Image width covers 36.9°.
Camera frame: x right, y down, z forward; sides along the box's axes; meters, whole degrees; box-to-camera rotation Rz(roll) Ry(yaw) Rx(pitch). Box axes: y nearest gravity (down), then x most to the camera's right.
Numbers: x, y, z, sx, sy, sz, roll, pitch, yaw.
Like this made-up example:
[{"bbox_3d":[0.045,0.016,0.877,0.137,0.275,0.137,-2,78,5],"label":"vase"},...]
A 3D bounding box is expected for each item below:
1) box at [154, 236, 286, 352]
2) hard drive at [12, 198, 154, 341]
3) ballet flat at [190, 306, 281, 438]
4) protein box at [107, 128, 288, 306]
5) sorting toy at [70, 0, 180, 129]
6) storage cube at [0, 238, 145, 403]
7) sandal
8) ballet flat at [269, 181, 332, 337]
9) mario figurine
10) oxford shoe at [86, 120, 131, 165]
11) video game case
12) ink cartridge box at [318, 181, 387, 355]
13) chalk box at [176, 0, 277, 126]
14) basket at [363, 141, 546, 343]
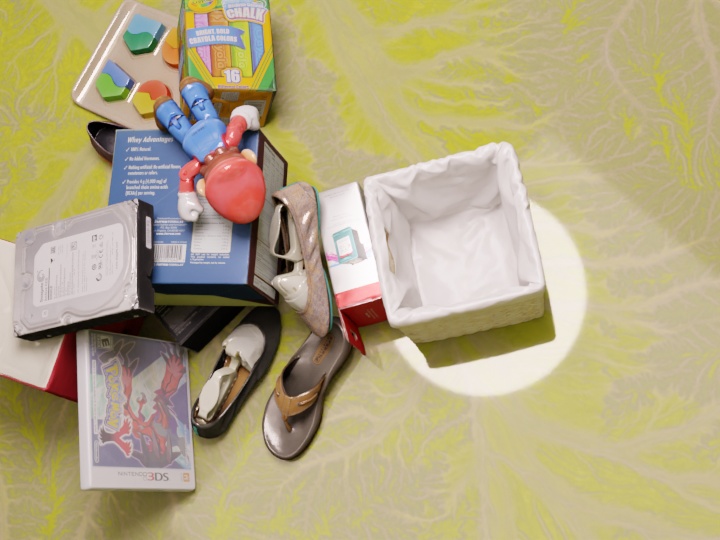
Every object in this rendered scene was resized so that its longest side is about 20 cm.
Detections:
[{"bbox_3d":[-0.206,-0.009,1.483,0.200,0.079,0.141,-43,74,-1],"label":"box"},{"bbox_3d":[-0.340,0.001,1.316,0.199,0.038,0.141,-12,71,27],"label":"hard drive"},{"bbox_3d":[-0.166,0.132,1.441,0.068,0.068,0.201,23,81,18],"label":"ballet flat"},{"bbox_3d":[-0.210,-0.066,1.387,0.197,0.135,0.202,0,76,13],"label":"protein box"},{"bbox_3d":[-0.315,-0.300,1.607,0.199,0.036,0.186,25,82,18],"label":"sorting toy"},{"bbox_3d":[-0.420,0.073,1.457,0.199,0.180,0.172,16,79,17],"label":"storage cube"},{"bbox_3d":[-0.074,0.151,1.416,0.081,0.055,0.201,32,94,22],"label":"sandal"},{"bbox_3d":[-0.083,-0.010,1.368,0.067,0.068,0.202,-10,94,-32],"label":"ballet flat"},{"bbox_3d":[-0.173,-0.131,1.299,0.124,0.106,0.201,-52,56,33],"label":"mario figurine"},{"bbox_3d":[-0.312,-0.159,1.549,0.199,0.073,0.072,24,81,17],"label":"oxford shoe"},{"bbox_3d":[-0.289,0.184,1.400,0.023,0.182,0.202,-17,70,33],"label":"video game case"},{"bbox_3d":[0.000,0.000,1.412,0.067,0.116,0.201,-16,73,8],"label":"ink cartridge box"},{"bbox_3d":[-0.193,-0.319,1.520,0.123,0.125,0.202,-2,73,-14],"label":"chalk box"},{"bbox_3d":[0.126,-0.027,1.367,0.199,0.161,0.200,-14,73,10],"label":"basket"}]
